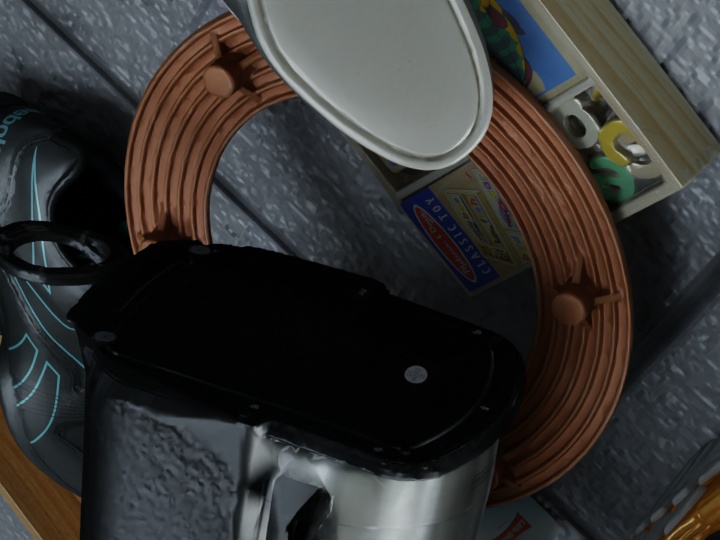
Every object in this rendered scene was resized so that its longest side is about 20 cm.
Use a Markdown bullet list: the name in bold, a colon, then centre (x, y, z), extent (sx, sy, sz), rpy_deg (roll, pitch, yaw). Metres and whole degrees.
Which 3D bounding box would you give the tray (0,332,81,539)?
- **tray**: centre (-0.115, 0.107, 1.276), extent (0.200, 0.037, 0.099), rpy_deg (56, 146, -11)

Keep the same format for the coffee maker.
- **coffee maker**: centre (-0.048, 0.101, 0.960), extent (0.192, 0.135, 0.200), rpy_deg (31, 124, 36)

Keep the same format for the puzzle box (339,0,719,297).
- **puzzle box**: centre (0.017, -0.091, 0.937), extent (0.200, 0.025, 0.133), rpy_deg (51, 147, -6)

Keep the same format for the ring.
- **ring**: centre (0.000, 0.000, 0.965), extent (0.200, 0.019, 0.201), rpy_deg (15, 124, 24)

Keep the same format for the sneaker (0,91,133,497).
- **sneaker**: centre (-0.112, 0.022, 1.150), extent (0.079, 0.075, 0.200), rpy_deg (8, 131, 41)

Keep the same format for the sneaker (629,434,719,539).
- **sneaker**: centre (0.143, 0.094, 0.944), extent (0.077, 0.078, 0.200), rpy_deg (42, 146, -3)

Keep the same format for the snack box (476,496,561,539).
- **snack box**: centre (-0.005, 0.161, 1.137), extent (0.037, 0.116, 0.200), rpy_deg (46, 147, 2)

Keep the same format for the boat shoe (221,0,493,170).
- **boat shoe**: centre (-0.028, -0.116, 0.896), extent (0.200, 0.067, 0.057), rpy_deg (46, -169, -1)
